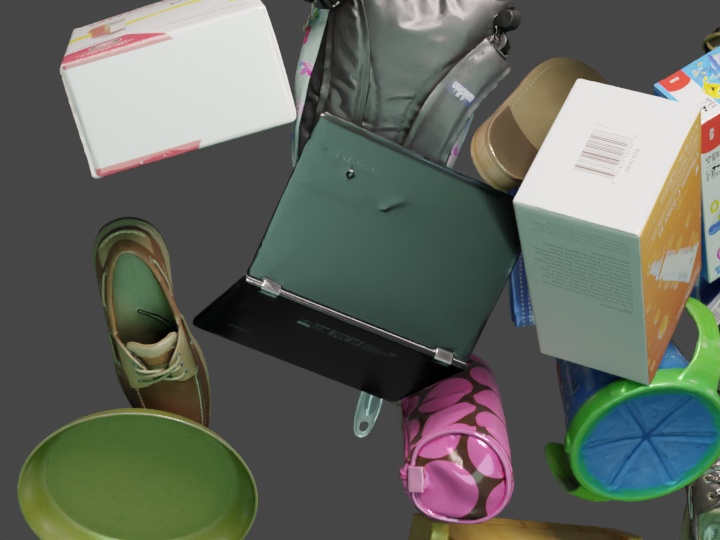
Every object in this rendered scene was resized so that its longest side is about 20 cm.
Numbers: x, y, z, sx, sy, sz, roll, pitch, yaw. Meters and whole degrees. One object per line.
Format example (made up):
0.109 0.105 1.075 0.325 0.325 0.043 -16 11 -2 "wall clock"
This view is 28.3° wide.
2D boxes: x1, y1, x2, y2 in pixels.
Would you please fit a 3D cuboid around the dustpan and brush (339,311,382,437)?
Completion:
0.025 0.041 1.198 0.139 0.057 0.201 14 106 -14 "dustpan and brush"

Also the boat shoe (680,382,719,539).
0.331 0.204 1.306 0.071 0.066 0.202 -4 110 -8 "boat shoe"

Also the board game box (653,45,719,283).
0.335 -0.113 1.139 0.195 0.056 0.200 -31 141 -7 "board game box"

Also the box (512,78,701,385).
0.192 -0.025 1.082 0.125 0.097 0.200 -60 153 -26 "box"

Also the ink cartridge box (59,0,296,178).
-0.134 -0.145 1.032 0.145 0.200 0.084 -18 108 -3 "ink cartridge box"

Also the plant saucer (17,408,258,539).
-0.185 0.182 1.200 0.199 0.031 0.201 -1 128 -2 "plant saucer"

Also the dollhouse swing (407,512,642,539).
0.151 0.303 1.252 0.199 0.176 0.182 7 108 -13 "dollhouse swing"

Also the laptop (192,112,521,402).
0.000 0.000 1.100 0.187 0.200 0.116 23 65 -17 "laptop"

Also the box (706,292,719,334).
0.393 -0.006 1.214 0.137 0.040 0.200 21 114 -49 "box"

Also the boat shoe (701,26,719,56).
0.317 -0.184 1.167 0.202 0.072 0.060 -42 98 8 "boat shoe"

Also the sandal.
0.128 -0.107 1.128 0.070 0.212 0.078 -32 93 39 "sandal"

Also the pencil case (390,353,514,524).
0.072 0.134 1.164 0.093 0.200 0.091 8 103 -2 "pencil case"

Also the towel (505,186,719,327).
0.224 -0.028 1.229 0.199 0.024 0.145 -7 109 -8 "towel"

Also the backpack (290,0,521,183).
0.022 -0.131 1.102 0.166 0.127 0.201 17 104 2 "backpack"

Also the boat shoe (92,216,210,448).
-0.173 0.058 1.162 0.075 0.074 0.201 -18 111 -3 "boat shoe"

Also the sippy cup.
0.226 0.102 1.208 0.177 0.131 0.140 -23 129 8 "sippy cup"
